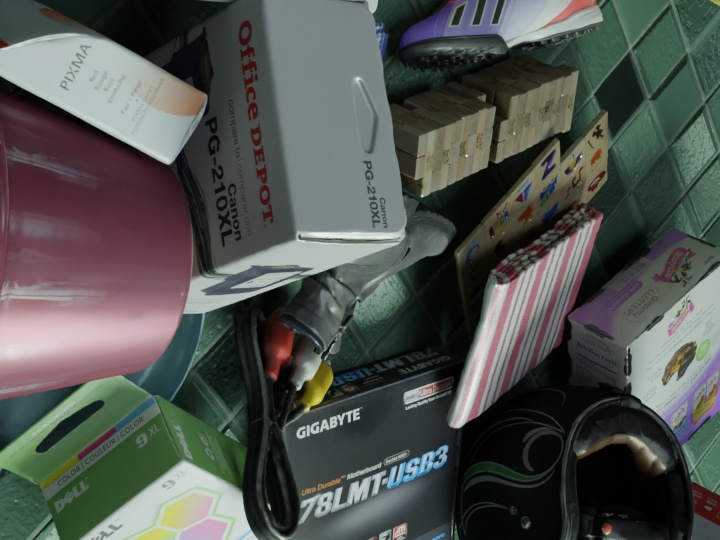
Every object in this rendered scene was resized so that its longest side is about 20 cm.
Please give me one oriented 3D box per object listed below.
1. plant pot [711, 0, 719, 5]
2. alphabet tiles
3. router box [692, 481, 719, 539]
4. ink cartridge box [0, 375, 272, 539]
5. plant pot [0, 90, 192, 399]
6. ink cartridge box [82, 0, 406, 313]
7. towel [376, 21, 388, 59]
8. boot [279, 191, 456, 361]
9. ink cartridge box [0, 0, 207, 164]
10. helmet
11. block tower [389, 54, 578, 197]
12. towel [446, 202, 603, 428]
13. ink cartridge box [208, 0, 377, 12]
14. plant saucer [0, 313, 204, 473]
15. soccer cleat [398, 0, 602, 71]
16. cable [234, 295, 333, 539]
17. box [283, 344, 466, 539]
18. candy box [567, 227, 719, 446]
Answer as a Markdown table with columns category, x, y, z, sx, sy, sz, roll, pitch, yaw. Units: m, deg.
| category | x | y | z | sx | sy | sz | roll | pitch | yaw |
| --- | --- | --- | --- | --- | --- | --- | --- | --- | --- |
| plant pot | 0.305 | -0.323 | 1.106 | 0.187 | 0.200 | 0.203 | 13 | 98 | -28 |
| alphabet tiles | 0.150 | -0.040 | 1.150 | 0.200 | 0.008 | 0.168 | -48 | 152 | -19 |
| router box | 0.275 | 0.283 | 1.296 | 0.180 | 0.199 | 0.049 | -54 | 137 | -12 |
| ink cartridge box | -0.141 | 0.149 | 0.914 | 0.103 | 0.060 | 0.200 | -37 | 143 | 8 |
| plant pot | -0.198 | -0.011 | 0.739 | 0.178 | 0.199 | 0.202 | 7 | 102 | -38 |
| ink cartridge box | -0.076 | -0.064 | 0.806 | 0.084 | 0.199 | 0.146 | 0 | 77 | -42 |
| towel | -0.020 | -0.097 | 0.923 | 0.200 | 0.024 | 0.146 | -48 | 152 | -75 |
| boot | 0.000 | 0.000 | 1.000 | 0.133 | 0.069 | 0.200 | -61 | 160 | 4 |
| ink cartridge box | -0.199 | -0.138 | 0.723 | 0.199 | 0.162 | 0.050 | 32 | 90 | -44 |
| helmet | 0.174 | 0.202 | 1.181 | 0.198 | 0.190 | 0.202 | 9 | 71 | -28 |
| block tower | 0.088 | -0.116 | 1.050 | 0.199 | 0.058 | 0.055 | -25 | 131 | -41 |
| towel | 0.136 | 0.034 | 1.139 | 0.200 | 0.030 | 0.148 | -31 | 141 | -51 |
| ink cartridge box | -0.097 | -0.237 | 0.786 | 0.199 | 0.145 | 0.148 | -5 | 110 | -41 |
| plant saucer | -0.191 | 0.035 | 0.893 | 0.199 | 0.027 | 0.202 | -17 | 118 | -36 |
| soccer cleat | 0.104 | -0.203 | 1.054 | 0.199 | 0.068 | 0.074 | -18 | 94 | -33 |
| cable | -0.057 | 0.095 | 0.958 | 0.050 | 0.201 | 0.097 | -24 | 121 | 17 |
| box | -0.002 | 0.179 | 1.110 | 0.199 | 0.049 | 0.201 | -14 | 116 | -39 |
| candy box | 0.274 | 0.089 | 1.288 | 0.167 | 0.071 | 0.201 | -35 | 135 | -31 |
